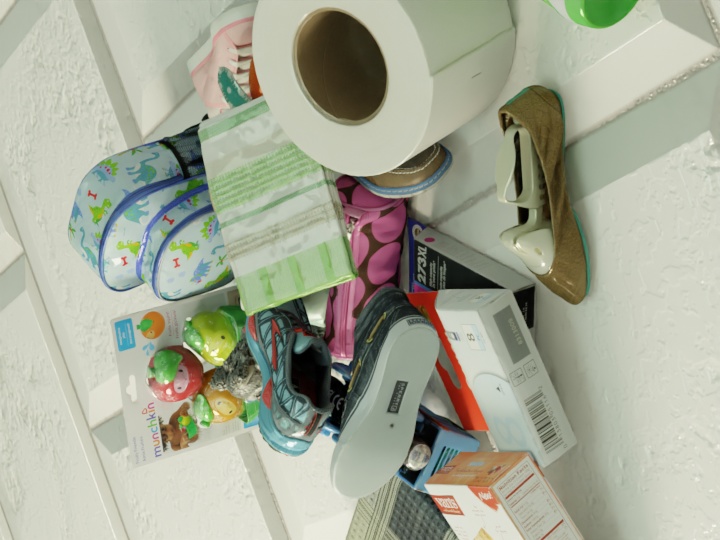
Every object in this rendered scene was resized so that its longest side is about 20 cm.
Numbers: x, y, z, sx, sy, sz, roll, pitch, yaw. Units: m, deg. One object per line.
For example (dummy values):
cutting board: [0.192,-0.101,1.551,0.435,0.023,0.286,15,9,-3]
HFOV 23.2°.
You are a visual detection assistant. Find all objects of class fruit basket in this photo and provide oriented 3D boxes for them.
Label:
fruit basket: [-0.184,0.120,2.041,0.093,0.198,0.188,19,120,53]

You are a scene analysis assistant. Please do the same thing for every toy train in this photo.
toy train: [0.029,0.162,1.810,0.200,0.114,0.087,30,95,54]

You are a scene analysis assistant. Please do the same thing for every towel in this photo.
towel: [0.057,0.314,1.928,0.193,0.034,0.201,46,137,31]
towel: [-0.081,-0.071,1.737,0.148,0.031,0.202,-19,83,35]

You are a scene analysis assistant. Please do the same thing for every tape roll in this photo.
tape roll: [0.020,-0.203,1.579,0.201,0.139,0.205,19,124,31]

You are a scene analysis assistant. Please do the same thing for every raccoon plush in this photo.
raccoon plush: [-0.125,0.052,1.975,0.202,0.133,0.097,64,148,13]

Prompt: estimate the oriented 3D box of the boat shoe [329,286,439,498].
boat shoe: [0.016,0.118,1.706,0.202,0.070,0.091,-67,26,20]

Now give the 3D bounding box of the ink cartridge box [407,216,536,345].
ink cartridge box: [0.097,0.025,1.717,0.199,0.037,0.096,32,131,49]

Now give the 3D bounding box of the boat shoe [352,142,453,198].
boat shoe: [0.007,-0.127,1.717,0.199,0.072,0.073,18,152,47]

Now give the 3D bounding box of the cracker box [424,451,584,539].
cracker box: [0.158,0.266,1.652,0.201,0.057,0.134,58,157,-9]

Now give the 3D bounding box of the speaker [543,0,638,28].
speaker: [0.145,-0.276,1.447,0.200,0.088,0.089,42,137,39]

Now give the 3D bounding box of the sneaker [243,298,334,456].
sneaker: [-0.060,0.085,1.805,0.096,0.079,0.202,-45,45,42]

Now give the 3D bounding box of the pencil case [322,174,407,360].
pencil case: [0.000,0.000,1.791,0.090,0.094,0.202,6,123,9]

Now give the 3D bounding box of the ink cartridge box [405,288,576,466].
ink cartridge box: [0.105,0.098,1.661,0.199,0.047,0.161,-3,115,61]

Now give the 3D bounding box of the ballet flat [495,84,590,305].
ballet flat: [0.153,-0.060,1.551,0.068,0.072,0.202,13,116,54]

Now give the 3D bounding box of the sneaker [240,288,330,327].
sneaker: [-0.050,-0.039,1.902,0.117,0.074,0.203,15,100,10]

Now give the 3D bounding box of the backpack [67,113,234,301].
backpack: [-0.222,-0.059,2.012,0.147,0.198,0.184,50,141,31]

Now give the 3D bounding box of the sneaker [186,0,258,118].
sneaker: [-0.125,-0.216,1.905,0.200,0.075,0.106,-36,73,63]

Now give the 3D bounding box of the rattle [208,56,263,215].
rattle: [-0.098,-0.104,1.775,0.129,0.143,0.202,7,117,9]
